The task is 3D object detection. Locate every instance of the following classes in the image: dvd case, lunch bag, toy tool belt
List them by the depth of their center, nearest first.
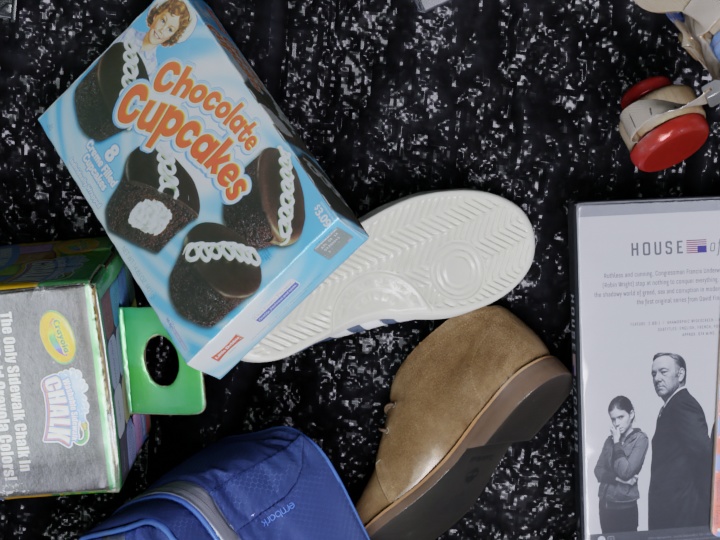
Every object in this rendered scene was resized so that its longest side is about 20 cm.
[{"bbox_3d":[0.212,-0.152,1.357,0.199,0.125,0.123,-29,69,7],"label":"toy tool belt"},{"bbox_3d":[0.193,0.058,1.411,0.149,0.025,0.202,-2,94,-10],"label":"dvd case"},{"bbox_3d":[-0.065,0.205,1.412,0.132,0.136,0.201,-31,95,-32],"label":"lunch bag"}]

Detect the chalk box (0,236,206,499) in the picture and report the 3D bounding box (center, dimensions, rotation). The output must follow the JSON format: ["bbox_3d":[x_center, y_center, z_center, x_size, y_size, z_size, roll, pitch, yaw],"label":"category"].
[{"bbox_3d":[-0.187,0.055,1.419,0.198,0.124,0.125,-4,103,4],"label":"chalk box"}]

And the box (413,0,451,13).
[{"bbox_3d":[0.096,-0.243,1.330,0.199,0.115,0.133,-24,100,8],"label":"box"}]

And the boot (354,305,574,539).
[{"bbox_3d":[0.037,0.104,1.456,0.200,0.073,0.076,-49,65,19],"label":"boot"}]

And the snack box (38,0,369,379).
[{"bbox_3d":[-0.090,-0.052,1.368,0.116,0.037,0.200,-43,55,12],"label":"snack box"}]

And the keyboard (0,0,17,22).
[{"bbox_3d":[-0.197,-0.241,1.399,0.126,0.021,0.202,9,105,8],"label":"keyboard"}]

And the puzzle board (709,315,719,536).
[{"bbox_3d":[0.275,0.053,1.406,0.150,0.017,0.202,2,94,-11],"label":"puzzle board"}]

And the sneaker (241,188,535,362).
[{"bbox_3d":[0.000,0.000,1.425,0.199,0.084,0.076,-13,95,-18],"label":"sneaker"}]
